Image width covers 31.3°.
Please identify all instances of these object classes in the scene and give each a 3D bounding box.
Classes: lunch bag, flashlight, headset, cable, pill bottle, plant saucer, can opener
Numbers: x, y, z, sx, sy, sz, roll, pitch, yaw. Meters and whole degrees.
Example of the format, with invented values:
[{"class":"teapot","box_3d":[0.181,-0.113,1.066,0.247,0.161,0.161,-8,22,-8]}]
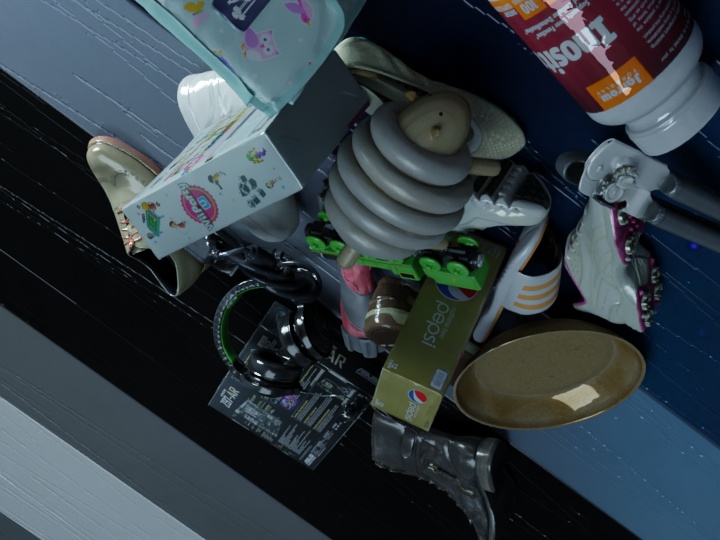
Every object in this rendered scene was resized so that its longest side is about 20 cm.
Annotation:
[{"class":"lunch bag","box_3d":[-0.087,-0.239,1.076,0.170,0.201,0.122,42,137,-12]},{"class":"flashlight","box_3d":[0.000,0.000,1.359,0.067,0.068,0.201,1,132,12]},{"class":"headset","box_3d":[-0.073,0.093,1.450,0.200,0.094,0.124,44,110,9]},{"class":"cable","box_3d":[-0.126,-0.025,1.373,0.162,0.051,0.200,21,-175,-37]},{"class":"pill bottle","box_3d":[0.198,-0.192,1.026,0.200,0.113,0.113,45,136,-16]},{"class":"plant saucer","box_3d":[0.192,0.102,1.327,0.198,0.036,0.201,-3,145,-2]},{"class":"can opener","box_3d":[0.260,-0.068,1.112,0.199,0.067,0.053,20,112,-30]}]

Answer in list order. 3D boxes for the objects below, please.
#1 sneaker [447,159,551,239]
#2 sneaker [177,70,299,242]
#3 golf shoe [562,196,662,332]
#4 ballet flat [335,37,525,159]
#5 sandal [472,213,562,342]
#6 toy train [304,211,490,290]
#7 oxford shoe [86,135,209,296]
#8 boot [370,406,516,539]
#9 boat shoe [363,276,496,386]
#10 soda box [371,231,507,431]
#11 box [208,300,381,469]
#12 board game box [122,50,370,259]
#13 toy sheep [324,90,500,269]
[{"class":"sneaker","box_3d":[0.091,-0.065,1.236,0.198,0.075,0.082,11,126,31]},{"class":"sneaker","box_3d":[-0.092,-0.116,1.294,0.115,0.074,0.201,-7,125,38]},{"class":"golf shoe","box_3d":[0.225,-0.026,1.205,0.091,0.075,0.201,7,131,32]},{"class":"ballet flat","box_3d":[0.056,-0.145,1.190,0.199,0.063,0.068,28,139,2]},{"class":"sandal","box_3d":[0.167,0.014,1.276,0.059,0.079,0.207,26,148,6]},{"class":"toy train","box_3d":[0.034,-0.018,1.249,0.198,0.042,0.056,11,153,31]},{"class":"oxford shoe","box_3d":[-0.241,-0.059,1.430,0.070,0.075,0.200,-18,119,42]},{"class":"boot","box_3d":[0.095,0.244,1.555,0.173,0.069,0.201,13,132,26]},{"class":"boat shoe","box_3d":[0.090,0.064,1.369,0.074,0.075,0.202,-19,143,40]},{"class":"soda box","box_3d":[0.079,0.053,1.264,0.064,0.201,0.068,24,142,7]},{"class":"box","box_3d":[-0.080,0.145,1.562,0.159,0.044,0.200,32,138,-3]},{"class":"board game box","box_3d":[-0.104,-0.103,1.168,0.199,0.148,0.064,-22,112,40]},{"class":"toy sheep","box_3d":[0.035,-0.073,1.127,0.137,0.138,0.201,30,119,0]}]
